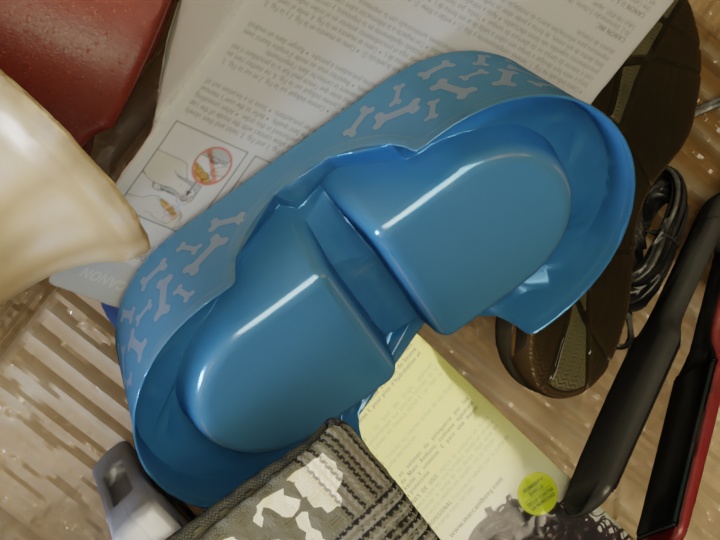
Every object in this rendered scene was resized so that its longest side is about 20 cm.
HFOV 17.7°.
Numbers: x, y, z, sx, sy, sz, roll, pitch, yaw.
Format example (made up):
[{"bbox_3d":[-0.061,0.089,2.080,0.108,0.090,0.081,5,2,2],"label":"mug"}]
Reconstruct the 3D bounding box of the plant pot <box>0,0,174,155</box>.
[{"bbox_3d":[-0.170,-0.128,0.820,0.195,0.201,0.202,22,87,-18],"label":"plant pot"}]

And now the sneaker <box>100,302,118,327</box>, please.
[{"bbox_3d":[-0.020,-0.046,0.897,0.200,0.078,0.070,-43,98,-8],"label":"sneaker"}]

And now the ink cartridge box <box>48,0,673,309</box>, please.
[{"bbox_3d":[-0.004,-0.063,0.823,0.162,0.057,0.200,22,116,-42],"label":"ink cartridge box"}]

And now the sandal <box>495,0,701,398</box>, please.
[{"bbox_3d":[0.083,-0.042,0.910,0.082,0.054,0.201,36,61,-41],"label":"sandal"}]

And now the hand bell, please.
[{"bbox_3d":[-0.169,0.029,0.710,0.104,0.104,0.200,44,76,-8],"label":"hand bell"}]

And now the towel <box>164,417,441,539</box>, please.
[{"bbox_3d":[-0.026,0.177,0.730,0.200,0.035,0.193,-37,96,-16],"label":"towel"}]

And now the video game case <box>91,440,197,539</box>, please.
[{"bbox_3d":[-0.023,0.151,0.846,0.023,0.182,0.200,-42,98,-5],"label":"video game case"}]

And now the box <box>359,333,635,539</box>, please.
[{"bbox_3d":[0.039,0.091,0.924,0.200,0.050,0.075,42,83,-8],"label":"box"}]

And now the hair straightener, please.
[{"bbox_3d":[0.118,0.009,0.922,0.077,0.041,0.201,26,70,-14],"label":"hair straightener"}]

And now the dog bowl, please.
[{"bbox_3d":[0.000,0.000,0.810,0.200,0.050,0.112,-36,137,-1],"label":"dog bowl"}]
